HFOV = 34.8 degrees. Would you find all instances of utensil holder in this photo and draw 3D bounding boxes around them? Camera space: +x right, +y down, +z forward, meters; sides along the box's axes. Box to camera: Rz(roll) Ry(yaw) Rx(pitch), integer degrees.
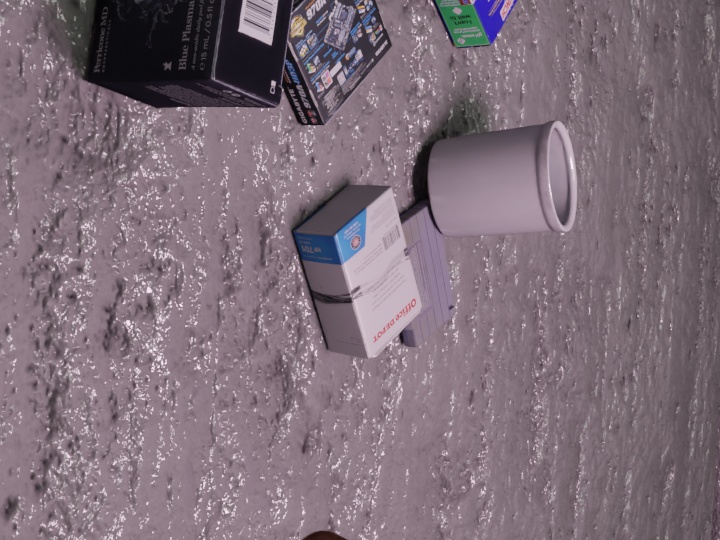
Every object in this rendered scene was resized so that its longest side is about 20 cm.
[{"bbox_3d":[0.223,-0.139,1.800,0.169,0.197,0.173,-3,90,-65],"label":"utensil holder"}]

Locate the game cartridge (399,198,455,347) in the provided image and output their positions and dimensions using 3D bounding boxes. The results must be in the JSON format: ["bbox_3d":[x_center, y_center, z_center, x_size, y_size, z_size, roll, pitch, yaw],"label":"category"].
[{"bbox_3d":[0.091,0.004,1.808,0.129,0.038,0.203,-32,119,-42],"label":"game cartridge"}]

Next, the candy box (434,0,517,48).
[{"bbox_3d":[0.178,-0.486,1.822,0.170,0.076,0.201,-60,135,-30],"label":"candy box"}]

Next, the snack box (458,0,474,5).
[{"bbox_3d":[0.188,-0.500,1.751,0.072,0.024,0.201,55,53,-41],"label":"snack box"}]

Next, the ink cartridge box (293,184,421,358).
[{"bbox_3d":[0.000,0.000,1.640,0.146,0.085,0.202,-41,127,-42],"label":"ink cartridge box"}]

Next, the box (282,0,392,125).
[{"bbox_3d":[-0.043,-0.321,1.572,0.201,0.046,0.160,-54,134,-34],"label":"box"}]

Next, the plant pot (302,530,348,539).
[{"bbox_3d":[0.008,0.485,1.619,0.186,0.198,0.190,-11,104,-52],"label":"plant pot"}]

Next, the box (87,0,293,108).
[{"bbox_3d":[-0.183,-0.289,1.262,0.117,0.198,0.200,12,85,-53],"label":"box"}]
